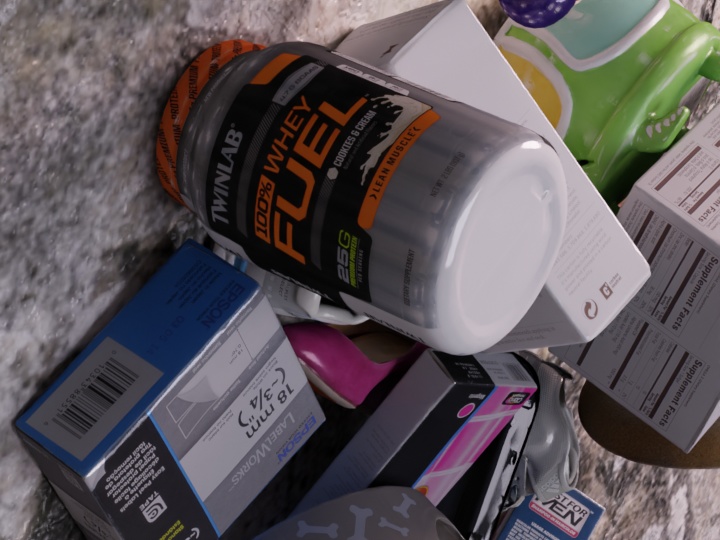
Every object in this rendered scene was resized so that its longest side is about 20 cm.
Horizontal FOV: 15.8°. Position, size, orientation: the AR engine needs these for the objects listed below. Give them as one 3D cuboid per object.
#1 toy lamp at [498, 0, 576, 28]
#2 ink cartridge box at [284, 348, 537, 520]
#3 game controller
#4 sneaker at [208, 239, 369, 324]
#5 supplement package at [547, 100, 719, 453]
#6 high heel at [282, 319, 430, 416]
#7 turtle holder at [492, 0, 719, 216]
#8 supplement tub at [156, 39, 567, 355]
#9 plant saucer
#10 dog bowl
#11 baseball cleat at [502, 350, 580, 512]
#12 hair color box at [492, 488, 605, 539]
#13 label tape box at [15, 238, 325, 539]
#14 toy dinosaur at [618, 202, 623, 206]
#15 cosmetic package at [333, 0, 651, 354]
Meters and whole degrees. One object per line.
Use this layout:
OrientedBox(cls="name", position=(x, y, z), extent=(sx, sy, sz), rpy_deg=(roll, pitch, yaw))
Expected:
OrientedBox(cls="toy lamp", position=(0.056, -0.174, 1.374), extent=(0.200, 0.058, 0.058), rpy_deg=(11, 101, -61))
OrientedBox(cls="ink cartridge box", position=(0.017, 0.129, 1.597), extent=(0.200, 0.037, 0.095), rpy_deg=(-49, 152, 23))
OrientedBox(cls="game controller", position=(0.050, 0.138, 1.665), extent=(0.042, 0.104, 0.201), rpy_deg=(13, 101, -36))
OrientedBox(cls="sneaker", position=(0.000, 0.000, 1.507), extent=(0.200, 0.086, 0.075), rpy_deg=(-17, 123, -54))
OrientedBox(cls="supplement package", position=(0.232, -0.016, 1.604), extent=(0.200, 0.111, 0.156), rpy_deg=(-40, 161, -42))
OrientedBox(cls="high heel", position=(0.002, 0.032, 1.553), extent=(0.096, 0.067, 0.200), rpy_deg=(-61, 162, 0))
OrientedBox(cls="turtle holder", position=(0.136, -0.098, 1.599), extent=(0.186, 0.132, 0.141), rpy_deg=(-51, 167, -9))
OrientedBox(cls="supplement tub", position=(-0.002, -0.045, 1.356), extent=(0.122, 0.199, 0.123), rpy_deg=(-35, 137, -41))
OrientedBox(cls="plant saucer", position=(0.237, 0.061, 1.698), extent=(0.200, 0.200, 0.036), rpy_deg=(-37, 125, -39))
OrientedBox(cls="dog bowl", position=(-0.023, 0.202, 1.561), extent=(0.199, 0.059, 0.200), rpy_deg=(-26, 154, -13))
OrientedBox(cls="baseball cleat", position=(0.081, 0.149, 1.717), extent=(0.201, 0.106, 0.070), rpy_deg=(-69, 164, 11))
OrientedBox(cls="hair color box", position=(0.082, 0.236, 1.777), extent=(0.200, 0.060, 0.100), rpy_deg=(-58, -172, -17))
OrientedBox(cls="label tape box", position=(-0.093, 0.101, 1.442), extent=(0.144, 0.063, 0.200), rpy_deg=(-48, 145, -18))
OrientedBox(cls="toy dinosaur", position=(0.166, -0.040, 1.746), extent=(0.136, 0.086, 0.200), rpy_deg=(-59, 145, -11))
OrientedBox(cls="cosmetic package", position=(0.064, -0.051, 1.466), extent=(0.074, 0.102, 0.200), rpy_deg=(-46, 110, -30))
